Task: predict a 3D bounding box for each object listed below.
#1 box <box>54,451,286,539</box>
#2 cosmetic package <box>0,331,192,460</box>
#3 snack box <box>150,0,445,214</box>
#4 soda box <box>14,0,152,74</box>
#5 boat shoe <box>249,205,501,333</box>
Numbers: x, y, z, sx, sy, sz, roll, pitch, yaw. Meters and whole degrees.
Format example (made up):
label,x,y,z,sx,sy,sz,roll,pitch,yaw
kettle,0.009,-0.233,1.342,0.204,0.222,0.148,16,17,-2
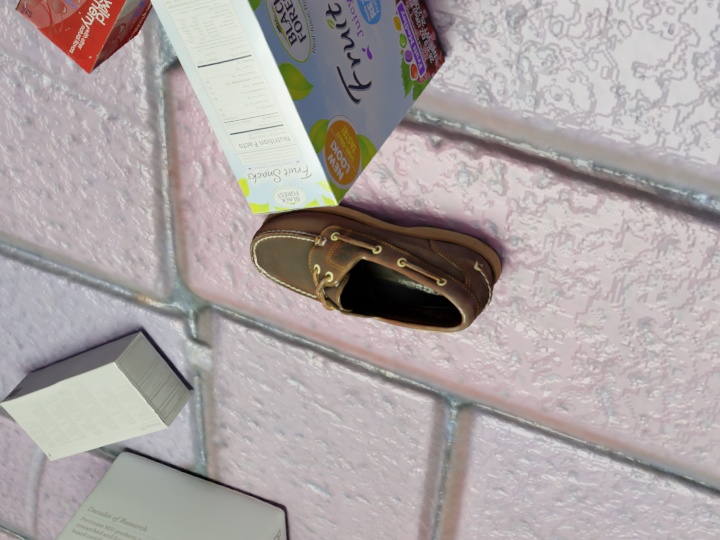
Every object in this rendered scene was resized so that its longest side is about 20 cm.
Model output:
label,x,y,z,sx,sy,sz,roll,pitch,yaw
box,-0.193,0.333,1.132,0.198,0.172,0.201,15,133,17
cosmetic package,-0.257,0.124,1.080,0.199,0.051,0.083,-19,113,40
snack box,-0.039,-0.162,0.629,0.067,0.169,0.201,-5,123,34
soda box,-0.150,-0.222,0.718,0.070,0.064,0.200,40,136,-5
boat shoe,0.000,0.000,0.815,0.198,0.071,0.071,7,131,27
